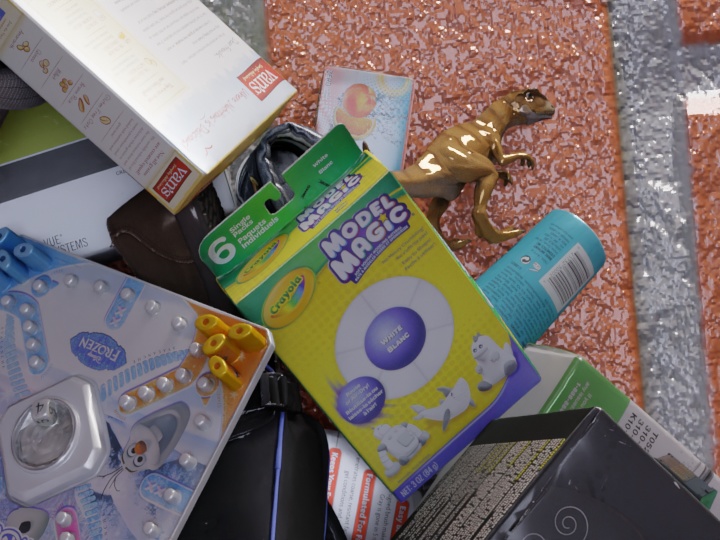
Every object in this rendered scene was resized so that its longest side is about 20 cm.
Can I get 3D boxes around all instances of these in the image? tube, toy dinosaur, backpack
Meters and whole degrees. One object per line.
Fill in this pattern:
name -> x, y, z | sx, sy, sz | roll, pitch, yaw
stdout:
tube -> 0.079, 0.042, 1.030 | 0.200, 0.050, 0.078 | -43, 93, -20
toy dinosaur -> 0.056, -0.063, 1.035 | 0.199, 0.060, 0.107 | -32, 112, -45
backpack -> -0.118, 0.161, 0.894 | 0.198, 0.147, 0.185 | -8, 57, 14

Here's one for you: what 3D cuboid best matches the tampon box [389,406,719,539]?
tampon box -> 0.108, 0.169, 0.831 | 0.150, 0.200, 0.126 | 42, 78, -3

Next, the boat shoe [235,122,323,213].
boat shoe -> 0.000, 0.000, 0.958 | 0.071, 0.091, 0.200 | -44, 90, -14

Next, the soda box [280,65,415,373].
soda box -> -0.009, -0.028, 1.045 | 0.063, 0.068, 0.203 | 9, 88, -3

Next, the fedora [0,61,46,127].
fedora -> -0.264, -0.105, 0.857 | 0.176, 0.199, 0.091 | 36, 114, 25

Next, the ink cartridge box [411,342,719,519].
ink cartridge box -> 0.151, 0.166, 1.005 | 0.199, 0.084, 0.147 | 39, 79, -18

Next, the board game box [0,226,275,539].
board game box -> -0.170, 0.088, 0.851 | 0.198, 0.026, 0.201 | 19, 73, 30

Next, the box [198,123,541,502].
box -> 0.006, 0.025, 0.909 | 0.117, 0.048, 0.200 | -41, 116, -4

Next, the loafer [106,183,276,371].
loafer -> -0.099, 0.029, 0.951 | 0.070, 0.073, 0.202 | -13, 120, 6

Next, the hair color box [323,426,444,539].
hair color box -> -0.034, 0.157, 1.039 | 0.197, 0.064, 0.112 | 11, 86, -2

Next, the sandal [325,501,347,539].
sandal -> -0.009, 0.210, 0.979 | 0.075, 0.045, 0.201 | -36, 81, 32

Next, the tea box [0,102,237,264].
tea box -> -0.198, -0.097, 1.005 | 0.198, 0.134, 0.199 | -17, 90, -4

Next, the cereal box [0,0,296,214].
cereal box -> -0.140, -0.132, 0.878 | 0.200, 0.144, 0.040 | 43, 120, -2
